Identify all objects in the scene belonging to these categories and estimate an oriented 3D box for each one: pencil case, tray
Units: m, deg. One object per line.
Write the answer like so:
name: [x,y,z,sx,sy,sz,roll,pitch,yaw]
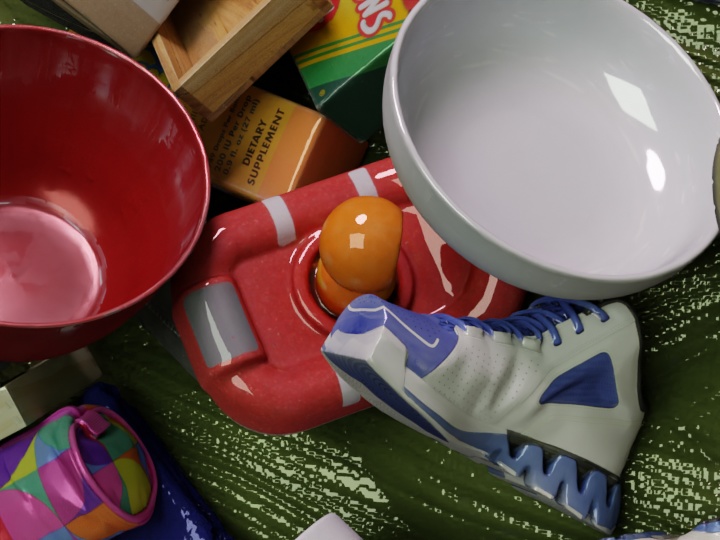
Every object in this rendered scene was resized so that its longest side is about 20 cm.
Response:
pencil case: [-0.217,0.149,1.161,0.200,0.088,0.089,-27,71,18]
tray: [-0.087,-0.180,1.180,0.099,0.037,0.200,-42,39,13]

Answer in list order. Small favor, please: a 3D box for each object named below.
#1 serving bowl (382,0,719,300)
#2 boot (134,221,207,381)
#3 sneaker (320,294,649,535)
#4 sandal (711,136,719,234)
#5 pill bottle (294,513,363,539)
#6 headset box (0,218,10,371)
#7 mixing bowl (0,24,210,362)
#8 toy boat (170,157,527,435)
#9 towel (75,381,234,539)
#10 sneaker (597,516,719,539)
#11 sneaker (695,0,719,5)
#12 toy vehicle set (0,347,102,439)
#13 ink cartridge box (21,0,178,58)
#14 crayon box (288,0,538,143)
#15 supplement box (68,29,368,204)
serving bowl: [0.098,-0.064,1.058,0.200,0.200,0.066,61,146,21]
boot: [-0.146,0.004,1.211,0.200,0.073,0.182,39,139,3]
sneaker: [0.081,0.047,1.050,0.115,0.199,0.080,-61,28,-9]
sandal: [0.240,0.015,1.017,0.057,0.080,0.201,-30,79,24]
pill bottle: [0.028,0.226,1.045,0.200,0.111,0.111,43,101,12]
headset box: [-0.281,0.045,1.186,0.200,0.149,0.075,-13,113,46]
mixing bowl: [-0.188,-0.026,1.087,0.199,0.108,0.201,6,56,-9]
toy boat: [0.000,0.000,1.075,0.199,0.131,0.131,-20,74,-16]
towel: [-0.177,0.184,1.212,0.200,0.050,0.148,-46,69,15]
sneaker: [0.155,0.178,1.034,0.199,0.077,0.085,-14,80,24]
sneaker: [0.222,-0.174,1.051,0.200,0.082,0.070,16,89,27]
toy vehicle set: [-0.264,0.109,1.204,0.200,0.124,0.027,-27,93,18]
ink cartridge box: [-0.137,-0.241,1.191,0.200,0.075,0.165,-54,39,-3]
crayon box: [0.042,-0.184,1.141,0.200,0.051,0.127,-38,49,15]
supplement box: [-0.099,-0.089,1.204,0.200,0.069,0.067,23,90,30]
